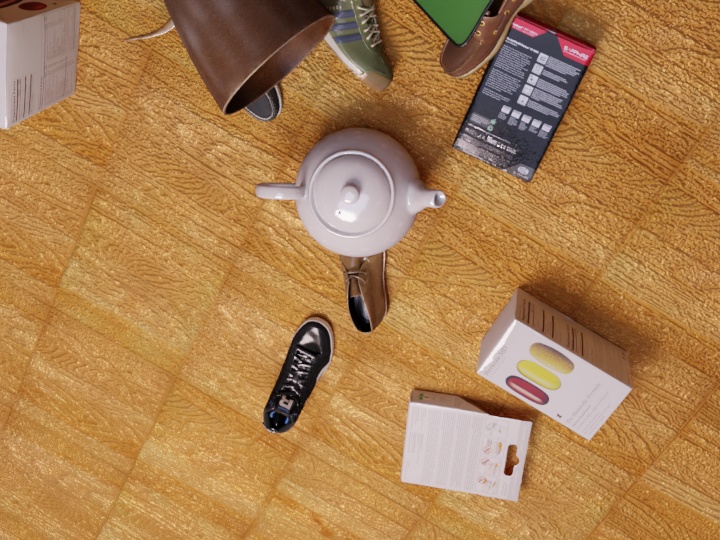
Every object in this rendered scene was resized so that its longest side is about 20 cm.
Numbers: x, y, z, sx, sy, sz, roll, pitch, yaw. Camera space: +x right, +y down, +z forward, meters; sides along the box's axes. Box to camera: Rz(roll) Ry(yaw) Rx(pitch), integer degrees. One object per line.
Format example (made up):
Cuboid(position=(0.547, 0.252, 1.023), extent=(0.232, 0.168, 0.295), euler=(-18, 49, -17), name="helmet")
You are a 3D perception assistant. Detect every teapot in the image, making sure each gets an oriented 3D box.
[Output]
Cuboid(position=(-0.012, -0.108, 1.264), extent=(0.200, 0.146, 0.198), euler=(-42, 90, 11), name="teapot")

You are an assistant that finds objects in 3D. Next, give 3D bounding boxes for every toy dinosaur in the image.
Cuboid(position=(-0.237, -0.385, 1.268), extent=(0.106, 0.060, 0.201), euler=(33, 107, 10), name="toy dinosaur")

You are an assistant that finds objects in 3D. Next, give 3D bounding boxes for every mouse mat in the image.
Cuboid(position=(0.142, -0.401, 1.134), extent=(0.007, 0.161, 0.201), euler=(10, 126, -40), name="mouse mat")

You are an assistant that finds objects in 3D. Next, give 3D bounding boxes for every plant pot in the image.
Cuboid(position=(-0.165, -0.333, 1.133), extent=(0.187, 0.187, 0.200), euler=(-39, 94, 25), name="plant pot")

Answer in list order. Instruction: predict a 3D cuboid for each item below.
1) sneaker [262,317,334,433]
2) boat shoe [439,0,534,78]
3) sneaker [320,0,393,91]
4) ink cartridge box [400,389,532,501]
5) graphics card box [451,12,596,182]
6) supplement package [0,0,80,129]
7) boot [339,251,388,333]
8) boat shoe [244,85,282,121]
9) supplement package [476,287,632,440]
Cuboid(position=(-0.101, 0.182, 1.455), extent=(0.072, 0.112, 0.201), euler=(22, 117, 0), name="sneaker")
Cuboid(position=(0.160, -0.332, 1.156), extent=(0.200, 0.067, 0.072), euler=(-49, 62, 36), name="boat shoe")
Cuboid(position=(-0.010, -0.344, 1.221), extent=(0.090, 0.067, 0.200), euler=(-39, 98, 30), name="sneaker")
Cuboid(position=(0.171, 0.287, 1.484), extent=(0.198, 0.050, 0.163), euler=(7, 115, 5), name="ink cartridge box")
Cuboid(position=(0.220, -0.235, 1.230), extent=(0.124, 0.051, 0.201), euler=(23, 115, 2), name="graphics card box")
Cuboid(position=(-0.531, -0.317, 1.275), extent=(0.189, 0.200, 0.148), euler=(15, 117, 5), name="supplement package")
Cuboid(position=(0.000, 0.000, 1.373), extent=(0.073, 0.076, 0.202), euler=(-7, 110, 19), name="boot")
Cuboid(position=(-0.181, -0.279, 1.267), extent=(0.075, 0.061, 0.200), euler=(-24, 125, 26), name="boat shoe")
Cuboid(position=(0.288, 0.138, 1.351), extent=(0.199, 0.110, 0.114), euler=(30, 116, -2), name="supplement package")
